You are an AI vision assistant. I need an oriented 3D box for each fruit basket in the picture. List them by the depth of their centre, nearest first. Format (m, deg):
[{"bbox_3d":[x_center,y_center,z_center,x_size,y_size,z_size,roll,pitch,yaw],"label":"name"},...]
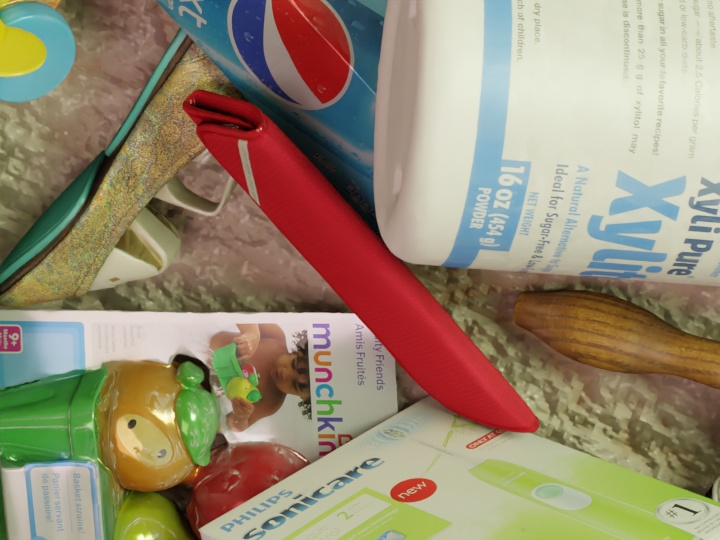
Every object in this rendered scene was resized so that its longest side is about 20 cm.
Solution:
[{"bbox_3d":[-0.080,0.108,1.135,0.198,0.094,0.187,3,112,11],"label":"fruit basket"}]

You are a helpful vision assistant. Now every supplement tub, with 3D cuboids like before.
[{"bbox_3d":[0.110,-0.061,0.919,0.198,0.132,0.133,4,120,-7],"label":"supplement tub"}]

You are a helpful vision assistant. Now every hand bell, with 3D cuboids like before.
[{"bbox_3d":[0.158,0.041,1.032,0.199,0.104,0.105,17,122,27],"label":"hand bell"}]

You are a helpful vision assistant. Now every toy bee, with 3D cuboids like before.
[{"bbox_3d":[-0.180,-0.103,1.042,0.131,0.108,0.202,27,107,51],"label":"toy bee"}]

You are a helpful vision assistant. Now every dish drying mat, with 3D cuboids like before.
[{"bbox_3d":[0.000,0.000,1.037,0.200,0.018,0.077,49,163,-29],"label":"dish drying mat"}]

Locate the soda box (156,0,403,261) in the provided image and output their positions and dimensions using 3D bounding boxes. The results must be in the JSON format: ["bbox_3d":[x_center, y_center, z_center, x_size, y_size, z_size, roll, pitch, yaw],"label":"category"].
[{"bbox_3d":[-0.018,-0.105,1.009,0.200,0.068,0.064,47,140,-7],"label":"soda box"}]

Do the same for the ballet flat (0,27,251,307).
[{"bbox_3d":[-0.097,-0.037,1.085,0.071,0.071,0.200,40,121,-3],"label":"ballet flat"}]

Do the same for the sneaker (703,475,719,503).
[{"bbox_3d":[0.187,0.179,1.066,0.112,0.073,0.200,-31,116,30],"label":"sneaker"}]

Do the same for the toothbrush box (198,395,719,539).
[{"bbox_3d":[0.051,0.143,1.028,0.199,0.145,0.087,17,126,48],"label":"toothbrush box"}]
